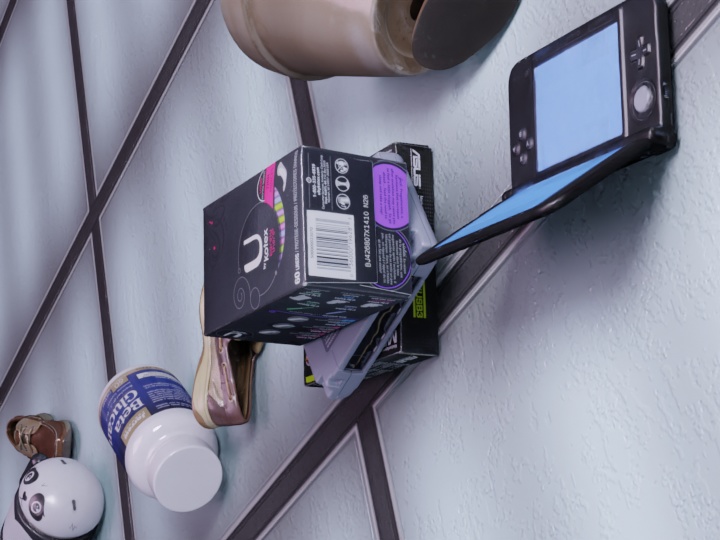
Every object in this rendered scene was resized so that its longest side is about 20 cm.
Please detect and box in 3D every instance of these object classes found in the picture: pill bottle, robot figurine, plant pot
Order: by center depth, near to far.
[{"bbox_3d":[0.000,-0.254,1.435,0.173,0.198,0.203,27,110,45],"label":"plant pot"},{"bbox_3d":[-0.229,0.196,1.869,0.200,0.110,0.112,41,121,58],"label":"pill bottle"},{"bbox_3d":[-0.428,0.347,2.225,0.125,0.149,0.201,-54,-4,-49],"label":"robot figurine"}]

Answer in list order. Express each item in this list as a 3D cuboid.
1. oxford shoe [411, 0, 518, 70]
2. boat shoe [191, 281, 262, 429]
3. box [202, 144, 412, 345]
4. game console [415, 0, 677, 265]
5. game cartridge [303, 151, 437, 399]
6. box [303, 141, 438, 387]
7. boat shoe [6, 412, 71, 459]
[{"bbox_3d":[0.102,-0.259,1.348,0.201,0.071,0.072,-59,24,27],"label":"oxford shoe"},{"bbox_3d":[-0.134,0.073,1.767,0.071,0.072,0.203,-5,67,33],"label":"boat shoe"},{"bbox_3d":[-0.051,-0.017,1.387,0.199,0.105,0.124,-27,61,57],"label":"box"},{"bbox_3d":[0.130,-0.103,1.196,0.199,0.115,0.178,-22,66,60],"label":"game console"},{"bbox_3d":[0.000,0.000,1.434,0.201,0.040,0.134,-58,42,37],"label":"game cartridge"},{"bbox_3d":[0.005,0.000,1.509,0.200,0.047,0.196,-26,65,59],"label":"box"},{"bbox_3d":[-0.482,0.255,2.411,0.199,0.071,0.077,-1,84,64],"label":"boat shoe"}]
